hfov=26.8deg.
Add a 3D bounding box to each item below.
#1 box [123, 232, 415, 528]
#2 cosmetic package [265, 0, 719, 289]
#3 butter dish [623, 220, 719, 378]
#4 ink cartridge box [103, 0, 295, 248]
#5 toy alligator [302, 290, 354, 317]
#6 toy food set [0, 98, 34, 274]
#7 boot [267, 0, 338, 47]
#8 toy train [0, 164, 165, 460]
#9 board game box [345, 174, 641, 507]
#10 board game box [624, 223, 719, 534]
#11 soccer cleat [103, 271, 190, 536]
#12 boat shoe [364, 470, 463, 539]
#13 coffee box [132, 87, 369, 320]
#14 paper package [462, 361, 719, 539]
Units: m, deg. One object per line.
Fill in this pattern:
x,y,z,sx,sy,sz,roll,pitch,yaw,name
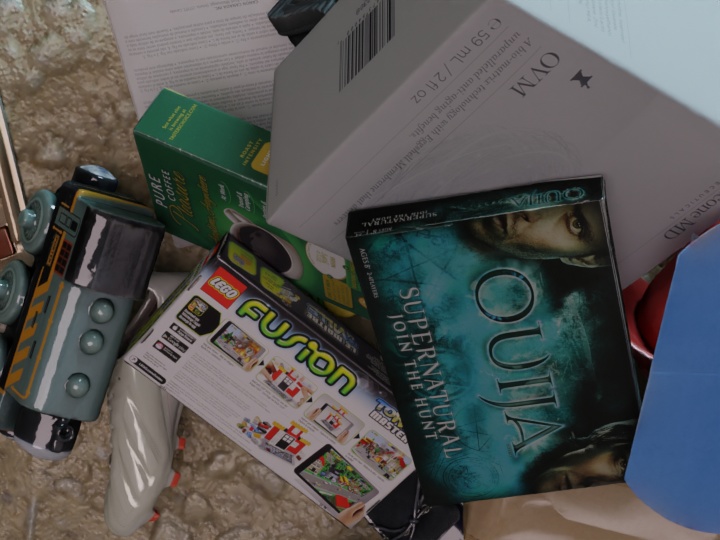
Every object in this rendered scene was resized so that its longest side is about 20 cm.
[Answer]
-0.047,0.078,1.016,0.200,0.035,0.110,39,116,-13,box
0.085,-0.082,0.820,0.199,0.123,0.199,23,136,-27,cosmetic package
0.269,0.024,0.946,0.199,0.200,0.148,33,105,4,butter dish
-0.076,-0.123,1.046,0.160,0.050,0.201,-8,121,8,ink cartridge box
0.000,0.000,1.049,0.199,0.059,0.055,3,104,6,toy alligator
-0.321,-0.066,1.069,0.143,0.060,0.201,-9,103,9,toy food set
0.046,-0.101,0.948,0.066,0.165,0.200,-44,113,-16,boot
-0.200,0.029,1.026,0.085,0.114,0.201,17,95,-33,toy train
0.081,0.044,0.821,0.135,0.028,0.201,-9,127,12,board game box
0.222,0.048,0.828,0.157,0.039,0.201,2,112,-17,board game box
-0.158,0.093,1.081,0.077,0.069,0.201,16,100,-25,soccer cleat
0.047,0.178,1.087,0.200,0.062,0.075,41,106,-3,boat shoe
-0.046,-0.037,0.975,0.199,0.123,0.044,23,64,16,coffee box
0.163,0.124,0.988,0.190,0.200,0.104,14,105,2,paper package
